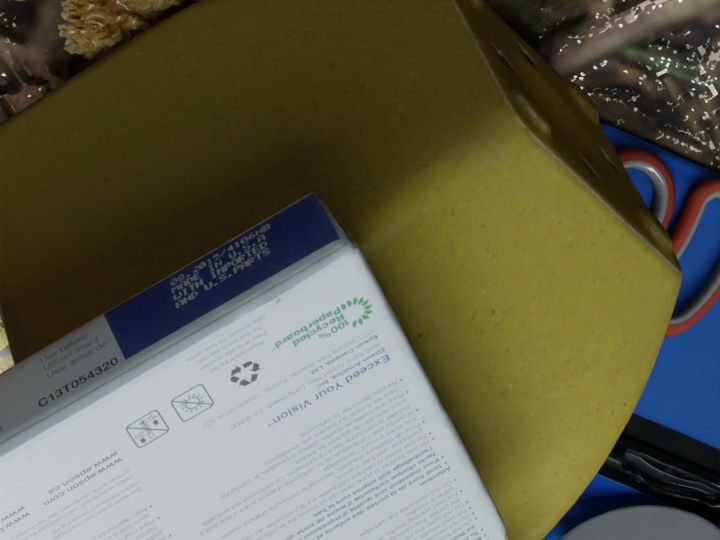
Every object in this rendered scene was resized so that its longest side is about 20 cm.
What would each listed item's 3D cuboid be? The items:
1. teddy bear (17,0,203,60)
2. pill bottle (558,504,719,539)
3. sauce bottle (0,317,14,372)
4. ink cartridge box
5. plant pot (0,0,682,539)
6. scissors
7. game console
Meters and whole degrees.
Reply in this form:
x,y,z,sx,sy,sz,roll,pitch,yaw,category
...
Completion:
x,y,z,sx,sy,sz,roll,pitch,yaw,category
-0.059,-0.152,1.078,0.200,0.067,0.145,-26,122,15,teddy bear
0.135,0.190,1.235,0.114,0.114,0.200,-14,141,8,pill bottle
-0.147,0.016,1.182,0.066,0.066,0.200,-36,115,20,sauce bottle
-0.057,0.095,0.988,0.196,0.043,0.200,-30,133,-3,ink cartridge box
0.000,0.000,1.087,0.200,0.196,0.194,-38,131,14,plant pot
0.087,0.042,1.163,0.073,0.014,0.200,33,82,-16,scissors
0.127,0.051,1.238,0.200,0.118,0.171,24,150,-14,game console
